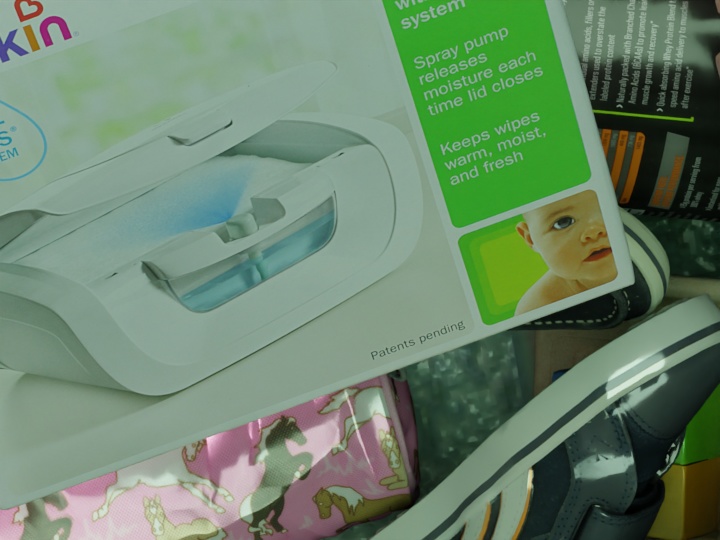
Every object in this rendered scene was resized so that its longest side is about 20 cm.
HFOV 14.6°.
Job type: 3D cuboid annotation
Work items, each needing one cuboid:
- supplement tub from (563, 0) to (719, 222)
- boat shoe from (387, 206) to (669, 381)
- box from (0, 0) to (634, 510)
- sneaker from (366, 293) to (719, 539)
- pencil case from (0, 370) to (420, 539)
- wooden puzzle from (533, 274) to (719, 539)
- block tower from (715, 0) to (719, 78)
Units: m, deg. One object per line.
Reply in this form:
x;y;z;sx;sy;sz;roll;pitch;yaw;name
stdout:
0.083;-0.080;0.933;0.199;0.123;0.123;6;97;-2;supplement tub
0.000;0.000;0.909;0.199;0.075;0.062;7;57;16;boat shoe
-0.044;-0.055;0.795;0.199;0.097;0.177;-19;128;-1;box
0.060;0.091;0.927;0.200;0.078;0.080;-43;76;28;sneaker
-0.076;0.066;0.967;0.199;0.083;0.087;-14;88;1;pencil case
0.131;0.104;0.949;0.185;0.046;0.201;5;101;34;wooden puzzle
0.133;-0.084;0.847;0.054;0.058;0.201;-12;87;-2;block tower
